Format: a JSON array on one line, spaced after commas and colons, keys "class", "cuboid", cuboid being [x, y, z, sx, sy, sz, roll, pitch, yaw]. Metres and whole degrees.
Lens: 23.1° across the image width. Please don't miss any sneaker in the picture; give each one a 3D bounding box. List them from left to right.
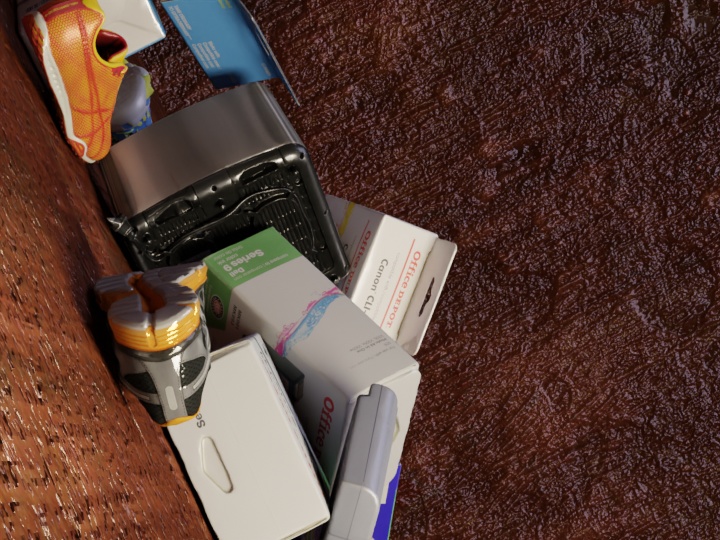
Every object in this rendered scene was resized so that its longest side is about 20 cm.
[{"class": "sneaker", "cuboid": [-0.223, -0.154, 1.460, 0.200, 0.076, 0.073, 91, -26, -64]}, {"class": "sneaker", "cuboid": [-0.236, -0.155, 1.811, 0.200, 0.075, 0.106, -120, -174, -67]}, {"class": "sneaker", "cuboid": [-0.135, 0.044, 1.170, 0.200, 0.077, 0.078, -106, -176, -77]}]

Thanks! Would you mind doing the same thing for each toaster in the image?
[{"class": "toaster", "cuboid": [-0.125, -0.051, 1.567, 0.119, 0.179, 0.201, 59, -7, 42]}]

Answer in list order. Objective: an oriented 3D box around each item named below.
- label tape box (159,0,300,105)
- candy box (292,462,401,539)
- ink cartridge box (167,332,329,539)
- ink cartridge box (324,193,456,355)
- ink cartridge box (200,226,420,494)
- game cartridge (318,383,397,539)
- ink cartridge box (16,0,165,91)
[{"class": "label tape box", "cuboid": [-0.141, -0.238, 1.575, 0.201, 0.063, 0.144, 59, 0, 31]}, {"class": "candy box", "cuboid": [-0.026, 0.215, 1.799, 0.200, 0.076, 0.171, -118, -147, -59]}, {"class": "ink cartridge box", "cuboid": [-0.086, 0.129, 1.332, 0.200, 0.082, 0.148, 175, -110, -89]}, {"class": "ink cartridge box", "cuboid": [0.000, 0.000, 1.662, 0.067, 0.118, 0.199, 21, 0, -31]}, {"class": "ink cartridge box", "cuboid": [-0.052, 0.085, 1.487, 0.200, 0.087, 0.146, 41, -41, 29]}, {"class": "game cartridge", "cuboid": [-0.012, 0.202, 1.340, 0.134, 0.040, 0.201, -71, 176, -52]}, {"class": "ink cartridge box", "cuboid": [-0.246, -0.237, 1.593, 0.067, 0.115, 0.200, 63, 0, -23]}]
